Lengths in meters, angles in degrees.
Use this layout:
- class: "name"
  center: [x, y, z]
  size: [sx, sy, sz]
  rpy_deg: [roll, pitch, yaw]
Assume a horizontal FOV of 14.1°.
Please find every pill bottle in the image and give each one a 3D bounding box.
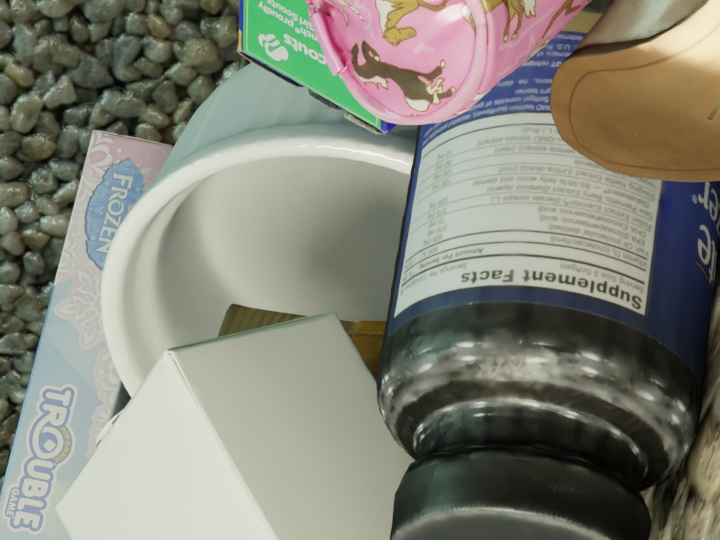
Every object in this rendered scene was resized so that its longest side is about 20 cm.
- class: "pill bottle"
  center: [0.065, 0.010, 0.999]
  size: [0.112, 0.111, 0.201]
  rpy_deg: [118, 164, -61]

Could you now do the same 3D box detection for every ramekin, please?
- class: "ramekin"
  center: [0.000, 0.000, 1.206]
  size: [0.098, 0.200, 0.201]
  rpy_deg: [-74, 3, -49]

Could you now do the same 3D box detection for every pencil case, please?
- class: "pencil case"
  center: [0.064, -0.128, 0.941]
  size: [0.200, 0.086, 0.083]
  rpy_deg: [-41, -27, -34]

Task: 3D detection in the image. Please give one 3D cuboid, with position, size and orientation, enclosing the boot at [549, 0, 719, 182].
- class: "boot"
  center: [0.131, -0.113, 0.885]
  size: [0.147, 0.070, 0.200]
  rpy_deg: [-66, 14, -15]

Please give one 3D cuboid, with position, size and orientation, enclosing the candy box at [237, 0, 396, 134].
- class: "candy box"
  center: [0.036, -0.174, 1.037]
  size: [0.169, 0.077, 0.200]
  rpy_deg: [-43, -27, -31]

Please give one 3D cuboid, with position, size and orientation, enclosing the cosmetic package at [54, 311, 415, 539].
- class: "cosmetic package"
  center: [-0.014, 0.128, 1.019]
  size: [0.108, 0.085, 0.200]
  rpy_deg: [-50, 62, 44]

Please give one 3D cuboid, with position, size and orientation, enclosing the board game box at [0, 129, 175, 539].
- class: "board game box"
  center: [-0.122, 0.068, 1.312]
  size: [0.199, 0.043, 0.201]
  rpy_deg: [100, -178, -69]

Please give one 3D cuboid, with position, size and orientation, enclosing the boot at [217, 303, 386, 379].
- class: "boot"
  center: [0.001, 0.110, 1.181]
  size: [0.071, 0.143, 0.202]
  rpy_deg: [-63, -13, -55]
